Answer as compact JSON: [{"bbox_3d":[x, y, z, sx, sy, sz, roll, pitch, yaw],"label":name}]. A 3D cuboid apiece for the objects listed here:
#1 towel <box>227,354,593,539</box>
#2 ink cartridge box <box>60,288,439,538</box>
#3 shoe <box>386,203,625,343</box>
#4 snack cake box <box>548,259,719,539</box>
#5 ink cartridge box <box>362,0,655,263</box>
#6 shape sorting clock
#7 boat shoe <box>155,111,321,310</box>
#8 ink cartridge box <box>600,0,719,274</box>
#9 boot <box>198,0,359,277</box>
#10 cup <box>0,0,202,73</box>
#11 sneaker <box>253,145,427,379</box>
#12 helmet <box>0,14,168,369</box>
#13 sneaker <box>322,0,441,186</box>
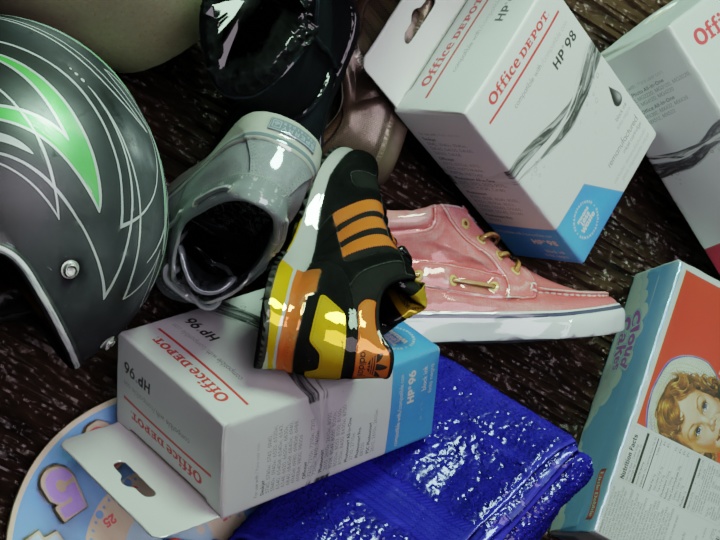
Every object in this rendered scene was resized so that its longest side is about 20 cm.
[{"bbox_3d":[0.033,0.141,1.045,0.147,0.050,0.200,33,56,23],"label":"towel"},{"bbox_3d":[-0.065,0.074,1.013,0.199,0.116,0.068,-18,126,-35],"label":"ink cartridge box"},{"bbox_3d":[0.084,0.002,1.135,0.199,0.071,0.092,-1,86,-19],"label":"shoe"},{"bbox_3d":[0.220,0.109,1.177,0.115,0.067,0.201,26,73,-15],"label":"snack cake box"},{"bbox_3d":[0.101,-0.110,1.120,0.200,0.067,0.116,46,67,-37],"label":"ink cartridge box"},{"bbox_3d":[-0.117,0.172,1.045,0.199,0.039,0.201,3,81,-22],"label":"shape sorting clock"},{"bbox_3d":[-0.087,-0.019,0.989,0.070,0.201,0.072,30,57,-11],"label":"boat shoe"},{"bbox_3d":[0.278,-0.106,1.210,0.145,0.083,0.201,-37,97,-36],"label":"ink cartridge box"},{"bbox_3d":[-0.063,-0.098,1.019,0.076,0.168,0.201,20,91,11],"label":"boot"},{"bbox_3d":[-0.150,-0.204,1.022,0.200,0.200,0.143,-49,125,-21],"label":"cup"},{"bbox_3d":[0.000,0.000,1.021,0.090,0.070,0.200,15,37,5],"label":"sneaker"},{"bbox_3d":[-0.203,-0.043,0.960,0.190,0.200,0.201,-2,83,-6],"label":"helmet"},{"bbox_3d":[0.005,-0.159,1.128,0.075,0.070,0.201,15,75,-14],"label":"sneaker"}]
